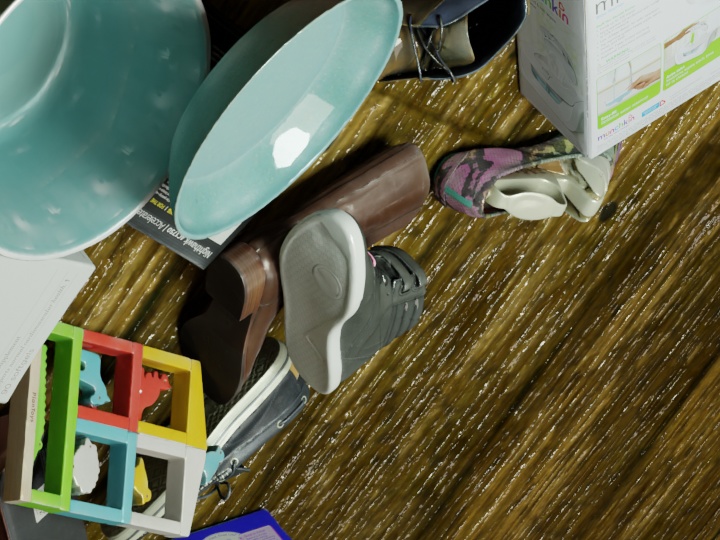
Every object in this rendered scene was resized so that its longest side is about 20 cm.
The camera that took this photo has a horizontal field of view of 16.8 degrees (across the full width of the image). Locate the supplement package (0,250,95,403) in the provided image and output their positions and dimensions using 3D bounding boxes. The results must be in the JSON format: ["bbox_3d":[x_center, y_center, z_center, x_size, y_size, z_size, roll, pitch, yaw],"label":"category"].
[{"bbox_3d":[-0.285,-0.007,1.495,0.199,0.117,0.117,13,119,-51],"label":"supplement package"}]

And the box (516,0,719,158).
[{"bbox_3d":[0.220,-0.211,1.815,0.199,0.097,0.177,-32,143,-17],"label":"box"}]

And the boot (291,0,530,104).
[{"bbox_3d":[0.026,-0.159,1.632,0.200,0.096,0.075,-36,123,-41],"label":"boot"}]

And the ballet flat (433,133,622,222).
[{"bbox_3d":[0.146,-0.068,1.913,0.199,0.071,0.070,-10,133,-40],"label":"ballet flat"}]

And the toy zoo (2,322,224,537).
[{"bbox_3d":[-0.171,0.116,1.740,0.199,0.020,0.132,19,69,-48],"label":"toy zoo"}]

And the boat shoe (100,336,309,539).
[{"bbox_3d":[-0.116,0.139,1.858,0.200,0.075,0.062,-46,125,-6],"label":"boat shoe"}]

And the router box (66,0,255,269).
[{"bbox_3d":[-0.119,-0.098,1.628,0.149,0.051,0.200,-46,146,7],"label":"router box"}]

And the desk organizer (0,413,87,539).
[{"bbox_3d":[-0.252,0.191,1.769,0.072,0.077,0.201,-45,142,-37],"label":"desk organizer"}]

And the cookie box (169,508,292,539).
[{"bbox_3d":[-0.145,0.311,2.010,0.170,0.075,0.201,-15,136,-36],"label":"cookie box"}]

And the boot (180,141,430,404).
[{"bbox_3d":[-0.036,-0.001,1.815,0.200,0.064,0.187,-35,163,-32],"label":"boot"}]

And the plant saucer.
[{"bbox_3d":[-0.055,-0.106,1.513,0.200,0.036,0.200,-44,165,-15],"label":"plant saucer"}]

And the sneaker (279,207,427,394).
[{"bbox_3d":[0.000,0.000,1.729,0.099,0.071,0.201,-38,156,-25],"label":"sneaker"}]

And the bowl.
[{"bbox_3d":[-0.197,-0.119,1.463,0.200,0.105,0.202,-31,139,-32],"label":"bowl"}]
